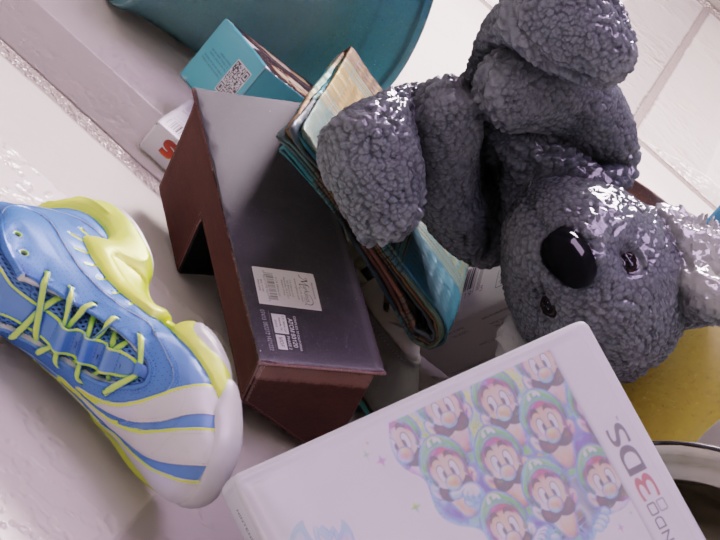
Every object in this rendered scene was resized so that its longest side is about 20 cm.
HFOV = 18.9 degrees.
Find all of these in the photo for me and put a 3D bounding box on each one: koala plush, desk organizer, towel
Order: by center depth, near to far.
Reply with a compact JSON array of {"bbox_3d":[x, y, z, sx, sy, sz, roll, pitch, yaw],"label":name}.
[{"bbox_3d":[0.105,-0.027,1.136,0.201,0.177,0.184,55,6,8],"label":"koala plush"},{"bbox_3d":[-0.053,0.001,1.174,0.071,0.077,0.201,6,45,-24],"label":"desk organizer"},{"bbox_3d":[0.015,-0.045,1.232,0.147,0.022,0.200,55,17,-11],"label":"towel"}]

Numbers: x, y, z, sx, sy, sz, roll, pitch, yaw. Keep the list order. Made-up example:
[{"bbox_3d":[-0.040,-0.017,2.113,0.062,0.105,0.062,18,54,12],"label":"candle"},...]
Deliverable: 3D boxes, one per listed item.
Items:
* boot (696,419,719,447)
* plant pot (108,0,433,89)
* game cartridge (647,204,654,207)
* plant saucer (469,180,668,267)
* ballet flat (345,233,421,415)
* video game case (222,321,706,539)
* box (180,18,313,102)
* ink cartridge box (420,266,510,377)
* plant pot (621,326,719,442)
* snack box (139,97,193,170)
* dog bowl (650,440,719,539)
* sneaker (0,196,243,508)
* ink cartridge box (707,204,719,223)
[{"bbox_3d":[0.186,0.167,1.110,0.090,0.201,0.073,32,3,-23],"label":"boot"},{"bbox_3d":[-0.072,-0.224,1.480,0.187,0.201,0.201,10,33,-29],"label":"plant pot"},{"bbox_3d":[0.198,0.035,1.289,0.199,0.134,0.041,26,49,12],"label":"game cartridge"},{"bbox_3d":[0.133,0.016,1.369,0.200,0.200,0.035,41,49,-2],"label":"plant saucer"},{"bbox_3d":[0.000,0.000,1.251,0.067,0.063,0.201,28,33,-59],"label":"ballet flat"},{"bbox_3d":[0.063,0.136,0.939,0.199,0.024,0.183,-22,77,-30],"label":"video game case"},{"bbox_3d":[-0.021,-0.078,1.403,0.200,0.049,0.082,35,10,-35],"label":"box"},{"bbox_3d":[0.150,0.057,1.296,0.200,0.160,0.050,37,49,-26],"label":"ink cartridge box"},{"bbox_3d":[0.163,0.119,1.212,0.199,0.200,0.143,34,49,-20],"label":"plant pot"},{"bbox_3d":[-0.045,-0.026,1.332,0.200,0.024,0.072,41,20,0],"label":"snack box"},{"bbox_3d":[0.151,0.182,1.024,0.200,0.200,0.074,46,7,14],"label":"dog bowl"},{"bbox_3d":[-0.131,0.035,0.993,0.104,0.076,0.200,10,28,-36],"label":"sneaker"},{"bbox_3d":[0.264,0.058,1.471,0.147,0.200,0.146,47,19,17],"label":"ink cartridge box"}]
